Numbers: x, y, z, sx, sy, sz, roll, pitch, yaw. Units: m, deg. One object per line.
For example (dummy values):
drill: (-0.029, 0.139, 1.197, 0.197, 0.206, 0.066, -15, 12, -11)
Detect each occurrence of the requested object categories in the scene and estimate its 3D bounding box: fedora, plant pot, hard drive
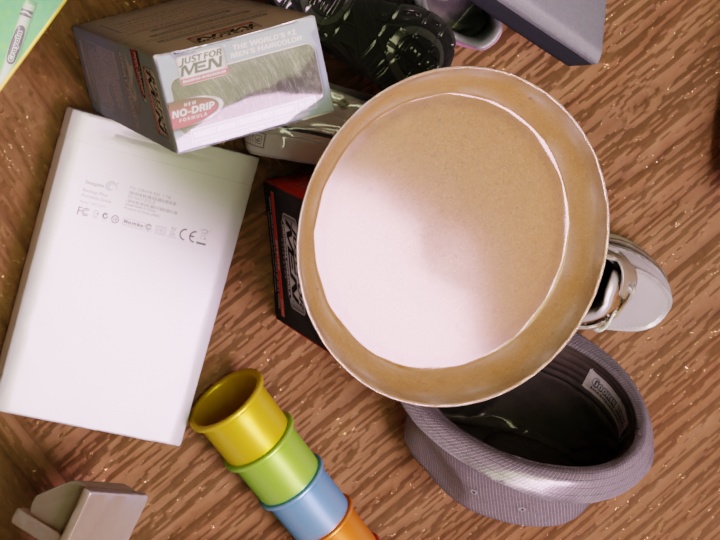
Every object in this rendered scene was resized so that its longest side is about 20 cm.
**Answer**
fedora: (0.100, 0.109, 1.369, 0.199, 0.177, 0.090, 18, 129, -5)
plant pot: (0.052, -0.020, 1.155, 0.199, 0.027, 0.201, -4, 101, -22)
hard drive: (0.107, -0.228, 1.279, 0.200, 0.033, 0.140, 21, 72, -57)
hard drive: (-0.155, 0.006, 1.297, 0.131, 0.027, 0.201, 14, 95, -24)

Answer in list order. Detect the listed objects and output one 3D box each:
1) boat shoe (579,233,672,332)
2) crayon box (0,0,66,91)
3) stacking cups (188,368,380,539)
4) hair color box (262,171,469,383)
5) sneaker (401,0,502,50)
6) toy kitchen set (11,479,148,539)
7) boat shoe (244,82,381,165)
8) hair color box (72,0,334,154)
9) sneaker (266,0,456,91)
boat shoe: (0.154, 0.011, 1.373, 0.200, 0.068, 0.075, 17, 113, -40)
crayon box: (-0.242, -0.138, 1.183, 0.058, 0.119, 0.200, 37, 86, -24)
stacking cups: (-0.040, 0.158, 1.364, 0.060, 0.060, 0.200, -40, 117, -10)
hair color box: (0.000, 0.000, 1.262, 0.061, 0.200, 0.102, -10, 104, -20)
sneaker: (0.037, -0.217, 1.260, 0.070, 0.082, 0.200, -43, 137, 1)
toy kitchen set: (-0.258, 0.174, 1.267, 0.164, 0.180, 0.200, -63, 154, 4)
boat shoe: (0.024, -0.096, 1.321, 0.199, 0.074, 0.067, 7, 100, -22)
hair color box: (-0.100, -0.124, 1.197, 0.099, 0.200, 0.061, -17, 107, -17)
sneaker: (-0.025, -0.174, 1.244, 0.076, 0.091, 0.200, -53, 135, -7)
